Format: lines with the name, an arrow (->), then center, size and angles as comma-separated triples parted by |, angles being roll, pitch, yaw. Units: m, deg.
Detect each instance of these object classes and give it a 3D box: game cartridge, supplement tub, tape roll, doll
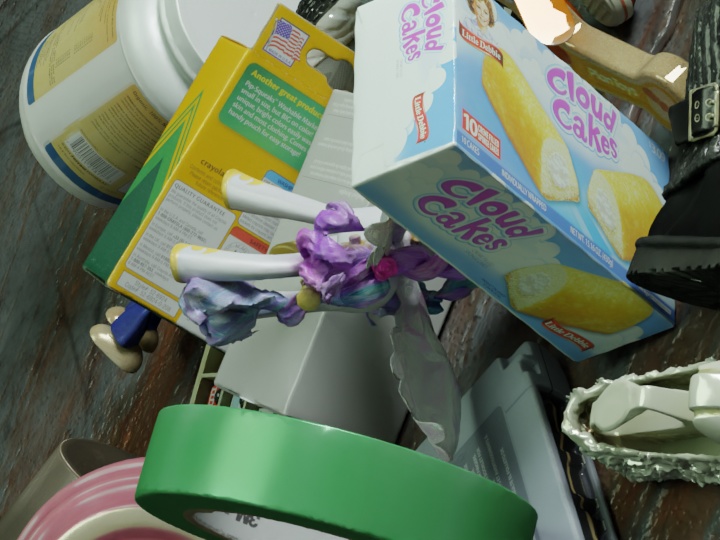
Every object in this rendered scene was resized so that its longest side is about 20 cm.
game cartridge -> 0.076, 0.148, 1.513 | 0.133, 0.040, 0.200 | -46, 34, 26
supplement tub -> -0.128, -0.137, 1.950 | 0.200, 0.145, 0.145 | -29, 46, 48
tape roll -> -0.012, 0.120, 1.437 | 0.200, 0.200, 0.048 | -6, 66, 58
doll -> -0.095, -0.022, 1.892 | 0.200, 0.048, 0.136 | -45, 5, 21

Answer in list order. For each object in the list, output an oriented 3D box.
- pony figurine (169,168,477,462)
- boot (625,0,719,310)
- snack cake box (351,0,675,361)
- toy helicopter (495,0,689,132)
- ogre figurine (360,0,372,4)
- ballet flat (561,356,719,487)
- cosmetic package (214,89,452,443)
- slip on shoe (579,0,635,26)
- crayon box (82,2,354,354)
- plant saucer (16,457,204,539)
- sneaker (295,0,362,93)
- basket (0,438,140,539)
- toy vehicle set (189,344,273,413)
pony figurine -> 0.005, -0.002, 1.547 | 0.193, 0.200, 0.167 | -60, -35, -61
boot -> 0.211, -0.062, 1.388 | 0.211, 0.079, 0.158 | 5, 74, 61
snack cake box -> 0.081, -0.052, 1.469 | 0.067, 0.200, 0.115 | -22, 50, 32
toy helicopter -> 0.118, -0.128, 1.566 | 0.079, 0.132, 0.200 | -41, 42, -19
ogre figurine -> 0.047, -0.194, 1.721 | 0.098, 0.120, 0.200 | -24, 49, 51
ballet flat -> 0.168, 0.072, 1.381 | 0.200, 0.072, 0.072 | -14, 57, 55
cosmetic package -> 0.000, 0.000, 1.700 | 0.107, 0.090, 0.200 | 23, 92, 61
slip on shoe -> 0.127, -0.222, 1.668 | 0.061, 0.074, 0.200 | -24, 46, 8
crayon box -> -0.064, -0.053, 1.752 | 0.200, 0.126, 0.052 | -58, 28, 0
plant saucer -> -0.119, 0.208, 1.643 | 0.201, 0.200, 0.051 | -64, -10, 4
sneaker -> -0.032, -0.114, 1.814 | 0.200, 0.079, 0.074 | -46, 22, 11
basket -> -0.182, 0.215, 1.746 | 0.200, 0.180, 0.136 | -61, 17, 11
toy vehicle set -> -0.071, 0.099, 1.806 | 0.124, 0.026, 0.200 | -8, 63, 57
